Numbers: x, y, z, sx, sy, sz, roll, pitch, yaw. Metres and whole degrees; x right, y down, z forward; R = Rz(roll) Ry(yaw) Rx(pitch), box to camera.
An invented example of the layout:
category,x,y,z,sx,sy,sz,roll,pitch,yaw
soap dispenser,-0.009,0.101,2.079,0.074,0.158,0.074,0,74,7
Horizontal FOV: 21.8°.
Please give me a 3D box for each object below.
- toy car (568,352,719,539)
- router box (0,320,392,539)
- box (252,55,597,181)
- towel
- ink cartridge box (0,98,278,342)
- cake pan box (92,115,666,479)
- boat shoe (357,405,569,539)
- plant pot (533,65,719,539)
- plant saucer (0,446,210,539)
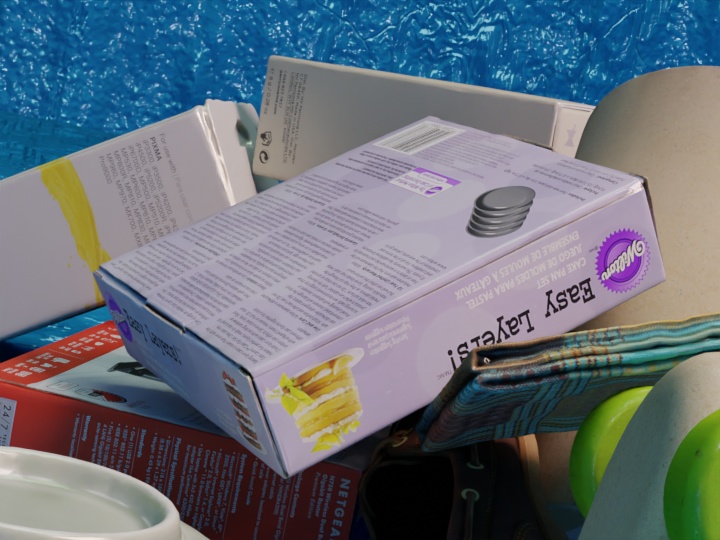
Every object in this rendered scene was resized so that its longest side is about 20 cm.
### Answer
category,x,y,z,sx,sy,sz,roll,pitch,yaw
toy car,0.151,0.128,0.538,0.198,0.159,0.164,23,-4,-3
router box,-0.071,0.078,0.889,0.178,0.049,0.200,13,7,8
box,0.041,-0.066,0.992,0.199,0.069,0.082,15,8,40
towel,0.125,0.037,0.672,0.198,0.022,0.147,-8,-14,-7
ink cartridge box,-0.150,-0.022,1.047,0.198,0.084,0.145,-20,2,9
cake pan box,0.000,0.000,0.792,0.183,0.053,0.200,-24,22,-20
boat shoe,0.034,0.092,0.744,0.070,0.071,0.200,23,13,-16
plant pot,0.145,0.047,0.824,0.186,0.201,0.188,23,-30,14
plant saucer,-0.118,0.099,0.650,0.198,0.051,0.200,12,7,-1
